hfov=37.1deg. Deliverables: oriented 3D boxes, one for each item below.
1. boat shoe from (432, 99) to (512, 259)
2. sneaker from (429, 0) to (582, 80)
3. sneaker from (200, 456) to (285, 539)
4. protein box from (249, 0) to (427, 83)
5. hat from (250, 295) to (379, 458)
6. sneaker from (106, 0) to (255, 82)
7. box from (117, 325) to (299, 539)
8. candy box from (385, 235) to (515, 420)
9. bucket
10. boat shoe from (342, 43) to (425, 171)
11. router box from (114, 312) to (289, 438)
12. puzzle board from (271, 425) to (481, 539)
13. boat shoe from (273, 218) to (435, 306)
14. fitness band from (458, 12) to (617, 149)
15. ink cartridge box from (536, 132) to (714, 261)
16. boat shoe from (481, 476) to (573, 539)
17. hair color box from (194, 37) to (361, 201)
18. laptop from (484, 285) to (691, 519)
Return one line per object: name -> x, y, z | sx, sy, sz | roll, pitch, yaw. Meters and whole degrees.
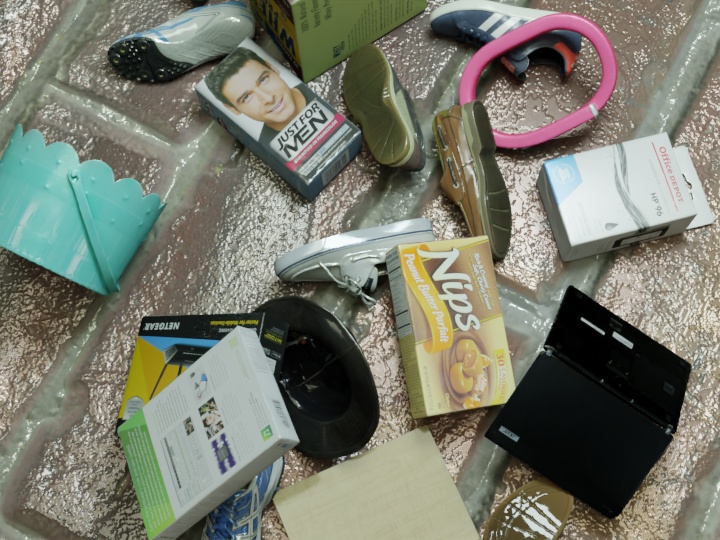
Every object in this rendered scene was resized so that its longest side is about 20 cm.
boat shoe -> 0.137, -0.107, 1.332 | 0.068, 0.072, 0.200 | -13, 79, 30
sneaker -> 0.184, -0.293, 1.383 | 0.200, 0.075, 0.085 | 8, 82, 9
sneaker -> -0.147, 0.277, 1.196 | 0.076, 0.077, 0.200 | 4, 67, 22
protein box -> -0.032, -0.379, 1.348 | 0.200, 0.199, 0.135 | -33, 74, -8
hat -> -0.044, 0.114, 1.245 | 0.201, 0.201, 0.081 | 43, 34, 13
sneaker -> -0.233, -0.302, 1.406 | 0.200, 0.072, 0.073 | -15, 38, 3
box -> -0.165, 0.173, 1.128 | 0.200, 0.036, 0.144 | -39, 54, 19
candy box -> 0.105, 0.065, 1.249 | 0.115, 0.055, 0.200 | -6, 80, -19
bucket -> -0.344, -0.065, 1.259 | 0.207, 0.207, 0.135 | 25, 84, 9
boat shoe -> 0.033, -0.202, 1.362 | 0.072, 0.066, 0.201 | -34, 51, 21
router box -> -0.181, 0.126, 1.216 | 0.200, 0.051, 0.149 | -4, 68, 37
puzzle board -> 0.017, 0.286, 1.230 | 0.200, 0.017, 0.151 | -24, 74, -5
boat shoe -> 0.000, 0.001, 1.298 | 0.202, 0.075, 0.086 | -13, 76, -13
fitness band -> 0.220, -0.234, 1.336 | 0.200, 0.037, 0.144 | -24, 94, 19
ink cartridge box -> 0.332, -0.095, 1.316 | 0.200, 0.068, 0.116 | -14, 73, -4
boat shoe -> 0.165, 0.318, 1.199 | 0.073, 0.063, 0.200 | 36, 73, 27
hair color box -> -0.104, -0.193, 1.363 | 0.200, 0.061, 0.099 | 41, 78, 14
laptop -> 0.268, 0.147, 1.239 | 0.177, 0.103, 0.200 | 34, 41, 0
